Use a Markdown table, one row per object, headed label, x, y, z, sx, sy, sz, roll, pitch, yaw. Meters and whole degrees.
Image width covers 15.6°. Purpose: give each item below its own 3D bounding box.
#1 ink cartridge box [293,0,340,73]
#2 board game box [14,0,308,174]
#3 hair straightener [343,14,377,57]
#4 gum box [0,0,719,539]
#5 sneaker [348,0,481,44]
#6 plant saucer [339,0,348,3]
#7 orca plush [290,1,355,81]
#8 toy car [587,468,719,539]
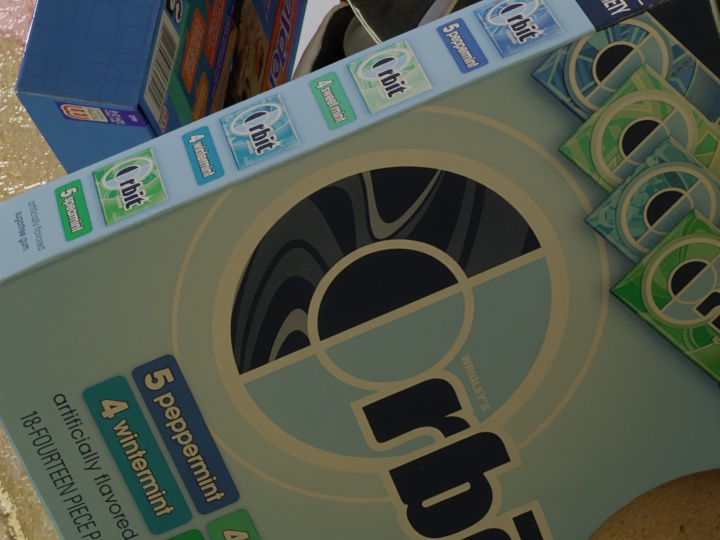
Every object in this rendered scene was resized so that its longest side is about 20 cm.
| label | x | y | z | sx | sy | sz | roll | pitch | yaw |
| --- | --- | --- | --- | --- | --- | --- | --- | --- | --- |
| ink cartridge box | 0.031 | -0.042 | 1.140 | 0.200 | 0.083 | 0.145 | 60 | -176 | -35 |
| board game box | -0.063 | -0.091 | 0.937 | 0.200 | 0.045 | 0.152 | 68 | -149 | -69 |
| hair straightener | 0.023 | 0.004 | 0.788 | 0.077 | 0.041 | 0.200 | 13 | -121 | -42 |
| gum box | 0.015 | 0.028 | 0.682 | 0.045 | 0.200 | 0.170 | -115 | 2 | -59 |
| sneaker | 0.031 | -0.124 | 0.810 | 0.090 | 0.078 | 0.200 | 65 | -165 | -57 |
| plant saucer | -0.025 | -0.196 | 0.972 | 0.200 | 0.037 | 0.200 | 68 | -178 | -67 |
| orca plush | 0.000 | 0.000 | 0.929 | 0.071 | 0.105 | 0.200 | 54 | 135 | 33 |
| toy car | 0.101 | 0.101 | 0.584 | 0.164 | 0.158 | 0.200 | 73 | -154 | -59 |
